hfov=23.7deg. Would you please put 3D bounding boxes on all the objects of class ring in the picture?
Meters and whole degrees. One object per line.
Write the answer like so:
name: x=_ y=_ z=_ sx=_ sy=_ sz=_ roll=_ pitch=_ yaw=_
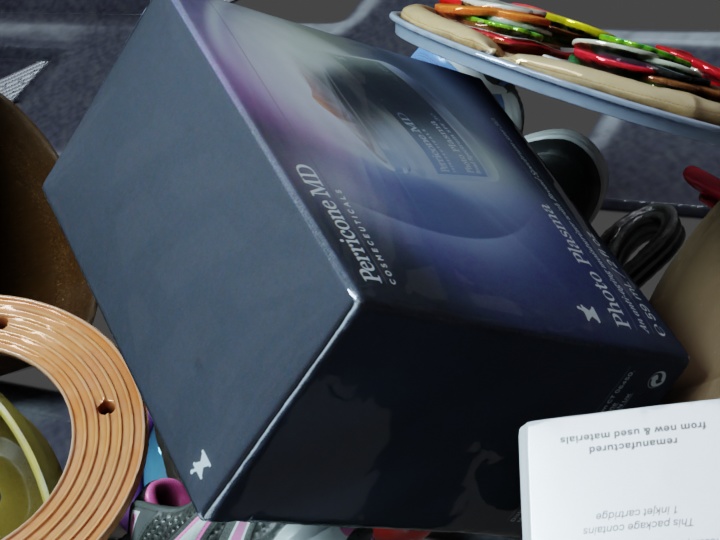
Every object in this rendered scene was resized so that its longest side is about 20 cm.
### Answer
ring: x=-0.194 y=0.088 z=0.784 sx=0.198 sy=0.019 sz=0.202 roll=-3 pitch=45 yaw=3

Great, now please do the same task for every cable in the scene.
cable: x=0.108 y=0.020 z=0.917 sx=0.200 sy=0.051 sz=0.097 roll=-42 pitch=20 yaw=-17

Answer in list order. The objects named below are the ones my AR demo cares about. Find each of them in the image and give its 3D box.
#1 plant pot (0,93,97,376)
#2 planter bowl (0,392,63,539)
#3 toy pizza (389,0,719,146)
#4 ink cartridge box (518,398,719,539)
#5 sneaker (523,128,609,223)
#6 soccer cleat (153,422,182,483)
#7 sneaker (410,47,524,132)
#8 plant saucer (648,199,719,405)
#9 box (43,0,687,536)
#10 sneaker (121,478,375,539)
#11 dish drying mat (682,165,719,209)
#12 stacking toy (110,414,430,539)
plant pot: x=-0.299 y=0.004 z=1.082 sx=0.198 sy=0.187 sz=0.188 roll=-24 pitch=35 yaw=24
planter bowl: x=-0.216 y=0.129 z=0.909 sx=0.198 sy=0.203 sz=0.083 roll=-1 pitch=7 yaw=27
toy pizza: x=0.110 y=-0.099 z=0.805 sx=0.198 sy=0.032 sz=0.200 roll=17 pitch=12 yaw=-4
ink cartridge box: x=0.114 y=0.170 z=0.623 sx=0.083 sy=0.145 sz=0.202 roll=-8 pitch=61 yaw=16
sneaker: x=0.042 y=0.007 z=0.911 sx=0.199 sy=0.073 sz=0.112 roll=-33 pitch=11 yaw=30
soccer cleat: x=-0.064 y=0.104 z=0.820 sx=0.068 sy=0.203 sz=0.077 roll=-13 pitch=-5 yaw=17
sneaker: x=0.034 y=-0.064 z=0.967 sx=0.076 sy=0.201 sz=0.077 roll=44 pitch=64 yaw=14
plant saucer: x=0.187 y=0.002 z=0.760 sx=0.200 sy=0.029 sz=0.200 roll=-48 pitch=14 yaw=16
box: x=0.000 y=0.000 z=0.737 sx=0.124 sy=0.197 sz=0.201 roll=-55 pitch=48 yaw=26
sneaker: x=-0.080 y=0.140 z=0.776 sx=0.200 sy=0.080 sz=0.087 roll=-41 pitch=74 yaw=25
dish drying mat: x=0.237 y=-0.002 z=0.852 sx=0.018 sy=0.076 sz=0.200 roll=-59 pitch=31 yaw=7
stacking toy: x=-0.047 y=0.107 z=0.895 sx=0.198 sy=0.086 sz=0.086 roll=3 pitch=45 yaw=21
